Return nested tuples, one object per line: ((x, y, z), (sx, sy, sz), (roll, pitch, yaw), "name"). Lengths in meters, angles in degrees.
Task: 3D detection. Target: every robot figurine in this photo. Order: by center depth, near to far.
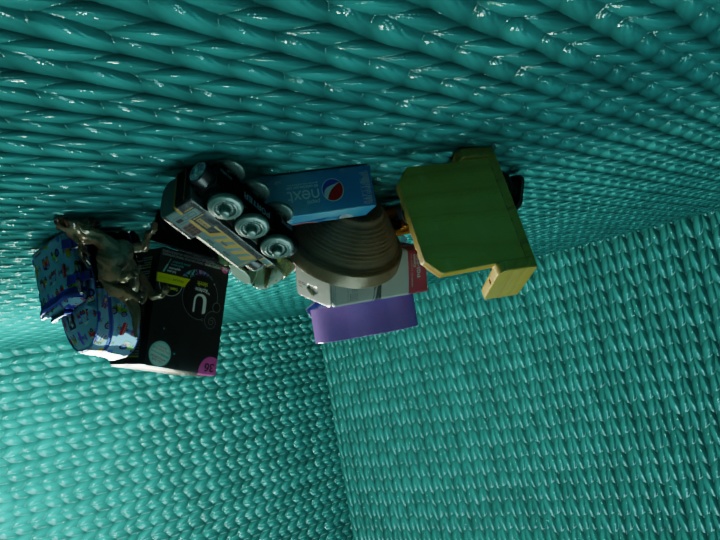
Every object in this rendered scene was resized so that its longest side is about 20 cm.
((0.055, -0.093, 1.450), (0.197, 0.060, 0.144), (-12, 175, 28), "robot figurine")

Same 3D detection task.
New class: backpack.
((-0.443, 0.049, 1.238), (0.133, 0.205, 0.181), (-4, 172, -45), "backpack")

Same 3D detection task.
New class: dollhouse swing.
((0.147, -0.058, 1.151), (0.172, 0.204, 0.182), (-15, 161, -7), "dollhouse swing")

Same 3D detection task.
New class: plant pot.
((-0.020, -0.069, 1.225), (0.197, 0.202, 0.094), (-7, 130, -29), "plant pot")

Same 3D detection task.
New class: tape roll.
((0.007, 0.088, 1.411), (0.196, 0.067, 0.200), (-11, 177, -1), "tape roll")

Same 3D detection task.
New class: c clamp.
((0.220, -0.114, 1.355), (0.168, 0.027, 0.201), (-24, -159, 19), "c clamp")

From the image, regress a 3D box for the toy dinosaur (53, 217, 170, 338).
((-0.371, -0.003, 1.133), (0.133, 0.204, 0.086), (4, -150, 17), "toy dinosaur")

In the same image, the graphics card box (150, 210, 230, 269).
((-0.236, -0.038, 1.220), (0.123, 0.052, 0.200), (16, 176, 20), "graphics card box")

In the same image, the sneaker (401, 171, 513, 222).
((0.166, -0.135, 1.315), (0.196, 0.076, 0.089), (-13, -168, 7), "sneaker")

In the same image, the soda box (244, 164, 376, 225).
((-0.081, -0.106, 1.114), (0.196, 0.066, 0.068), (-8, 173, -16), "soda box")

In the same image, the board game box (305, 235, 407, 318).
((-0.005, 0.006, 1.577), (0.199, 0.044, 0.199), (-40, -176, 24), "board game box")

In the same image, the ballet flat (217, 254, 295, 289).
((-0.160, -0.007, 1.159), (0.069, 0.072, 0.200), (-12, 161, 17), "ballet flat")

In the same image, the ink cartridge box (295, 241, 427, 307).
((0.000, 0.000, 1.336), (0.197, 0.087, 0.145), (-10, -166, -30), "ink cartridge box")

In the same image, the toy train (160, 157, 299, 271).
((-0.169, -0.068, 0.994), (0.112, 0.087, 0.200), (-22, 142, 24), "toy train")

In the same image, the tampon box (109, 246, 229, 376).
((-0.337, 0.078, 1.338), (0.125, 0.205, 0.148), (-6, 164, 44), "tampon box")
